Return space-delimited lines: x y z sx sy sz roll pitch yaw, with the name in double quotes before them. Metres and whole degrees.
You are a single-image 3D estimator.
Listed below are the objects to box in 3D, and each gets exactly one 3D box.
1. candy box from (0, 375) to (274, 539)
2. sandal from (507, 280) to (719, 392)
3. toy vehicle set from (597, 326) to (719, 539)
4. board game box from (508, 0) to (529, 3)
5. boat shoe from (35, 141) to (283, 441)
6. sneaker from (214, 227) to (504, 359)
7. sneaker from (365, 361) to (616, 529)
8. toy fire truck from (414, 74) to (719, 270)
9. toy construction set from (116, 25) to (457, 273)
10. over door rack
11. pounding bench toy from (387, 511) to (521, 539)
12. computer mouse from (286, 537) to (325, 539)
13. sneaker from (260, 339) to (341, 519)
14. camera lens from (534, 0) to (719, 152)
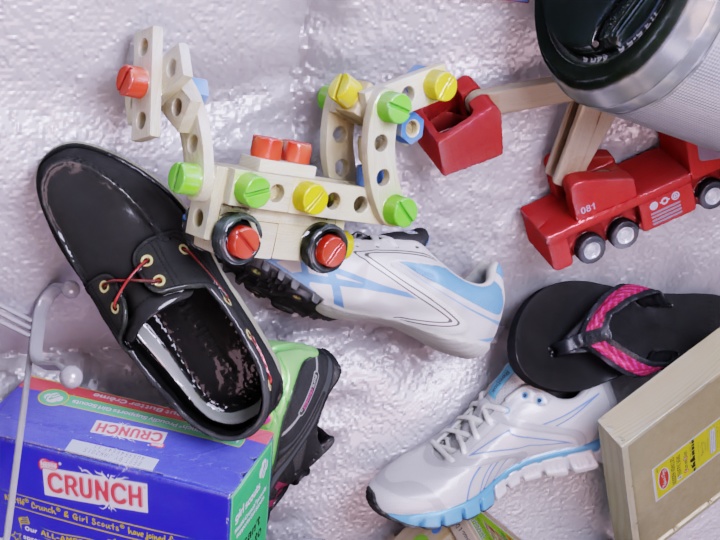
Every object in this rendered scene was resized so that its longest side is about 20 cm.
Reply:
"candy box" -0.149 0.181 0.992 0.168 0.077 0.201 13 121 12
"sandal" 0.189 0.041 1.086 0.198 0.045 0.076 -2 82 -26
"toy vehicle set" 0.231 0.125 1.131 0.124 0.027 0.200 -35 147 -10
"board game box" 0.018 -0.212 0.899 0.198 0.019 0.104 2 117 -23
"boat shoe" -0.117 0.011 0.918 0.073 0.063 0.202 -36 99 9
"sneaker" 0.000 0.000 1.000 0.199 0.072 0.073 17 78 -22
"sneaker" 0.090 0.109 1.099 0.199 0.075 0.087 -21 119 -19
"toy fire truck" 0.143 -0.079 1.011 0.199 0.049 0.142 -24 125 -7
"toy construction set" -0.044 -0.070 0.908 0.198 0.092 0.132 8 98 -25
"over door rack" -0.233 0.064 0.867 0.147 0.201 0.066 30 143 -32
"pounding bench toy" 0.069 0.280 1.105 0.156 0.200 0.124 -44 125 7
"computer mouse" -0.099 0.255 1.105 0.044 0.110 0.200 40 90 2
"sneaker" -0.060 0.131 1.040 0.083 0.077 0.201 -6 134 -36
"camera lens" 0.214 -0.152 0.923 0.199 0.160 0.161 14 114 -30
